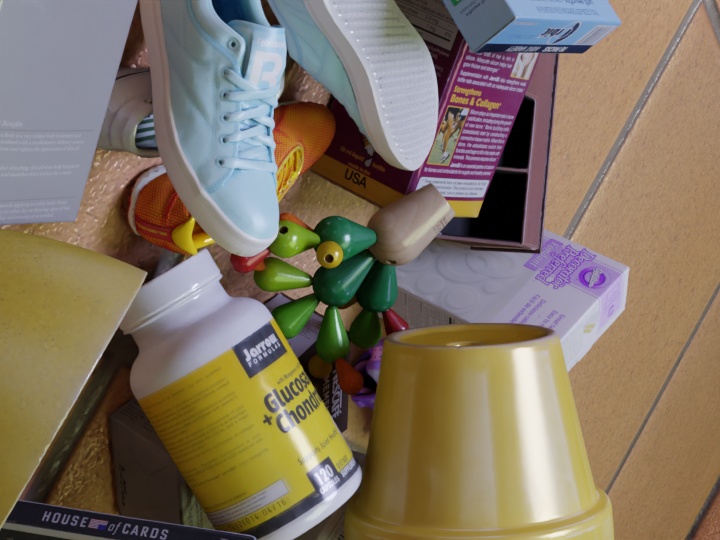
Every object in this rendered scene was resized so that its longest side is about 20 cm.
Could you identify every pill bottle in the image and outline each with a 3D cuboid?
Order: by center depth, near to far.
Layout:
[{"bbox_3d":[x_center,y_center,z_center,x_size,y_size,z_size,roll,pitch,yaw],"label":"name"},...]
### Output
[{"bbox_3d":[-0.092,0.091,1.000,0.112,0.200,0.112,-30,-176,2],"label":"pill bottle"}]

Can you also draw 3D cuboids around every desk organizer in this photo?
[{"bbox_3d":[0.119,-0.119,1.239,0.077,0.071,0.201,9,85,-57],"label":"desk organizer"}]

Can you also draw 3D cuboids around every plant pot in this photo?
[{"bbox_3d":[-0.227,0.052,0.774,0.200,0.142,0.200,-58,-173,12],"label":"plant pot"},{"bbox_3d":[0.084,0.140,1.047,0.200,0.200,0.190,-11,99,-56],"label":"plant pot"}]

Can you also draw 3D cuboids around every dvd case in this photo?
[{"bbox_3d":[-0.167,0.227,1.008,0.025,0.199,0.151,-74,167,-47],"label":"dvd case"}]

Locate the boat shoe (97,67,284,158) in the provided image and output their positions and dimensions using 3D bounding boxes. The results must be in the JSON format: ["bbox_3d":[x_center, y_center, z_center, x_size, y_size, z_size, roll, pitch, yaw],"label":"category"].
[{"bbox_3d":[-0.106,-0.105,0.947,0.200,0.067,0.074,-25,135,-48],"label":"boat shoe"}]

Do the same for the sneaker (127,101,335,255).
[{"bbox_3d":[-0.077,-0.062,1.024,0.200,0.077,0.073,-39,142,-40],"label":"sneaker"}]

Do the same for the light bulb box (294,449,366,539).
[{"bbox_3d":[-0.034,0.260,1.219,0.125,0.200,0.199,40,75,-17],"label":"light bulb box"}]

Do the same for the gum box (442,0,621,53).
[{"bbox_3d":[0.089,-0.250,1.022,0.045,0.200,0.170,-36,166,33],"label":"gum box"}]

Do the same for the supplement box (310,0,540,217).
[{"bbox_3d":[0.060,-0.152,1.144,0.131,0.103,0.201,-1,115,-57],"label":"supplement box"}]

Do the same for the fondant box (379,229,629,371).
[{"bbox_3d":[0.121,0.016,1.288,0.144,0.200,0.058,-42,146,-34],"label":"fondant box"}]

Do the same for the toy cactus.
[{"bbox_3d":[0.000,0.000,1.062,0.165,0.102,0.200,-38,137,2],"label":"toy cactus"}]

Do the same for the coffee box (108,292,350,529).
[{"bbox_3d":[-0.100,0.122,1.139,0.200,0.080,0.115,-37,143,-39],"label":"coffee box"}]

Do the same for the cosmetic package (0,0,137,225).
[{"bbox_3d":[-0.190,-0.129,0.772,0.107,0.090,0.201,-3,114,-58],"label":"cosmetic package"}]

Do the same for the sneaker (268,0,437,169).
[{"bbox_3d":[-0.009,-0.156,1.016,0.074,0.082,0.200,-51,135,-27],"label":"sneaker"}]

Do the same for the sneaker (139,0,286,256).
[{"bbox_3d":[-0.079,-0.112,0.861,0.074,0.082,0.201,-8,78,-48],"label":"sneaker"}]

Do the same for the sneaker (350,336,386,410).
[{"bbox_3d":[0.029,0.114,1.362,0.200,0.088,0.081,105,-16,-59],"label":"sneaker"}]
